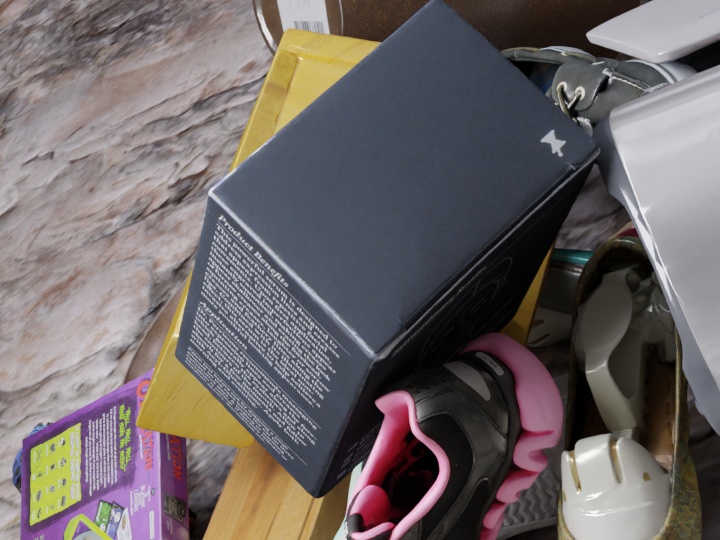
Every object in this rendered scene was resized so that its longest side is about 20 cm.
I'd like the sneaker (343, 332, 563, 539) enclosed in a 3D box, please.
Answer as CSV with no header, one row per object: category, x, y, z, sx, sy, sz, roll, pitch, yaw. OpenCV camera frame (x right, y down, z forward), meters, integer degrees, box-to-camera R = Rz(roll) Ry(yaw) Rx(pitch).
sneaker,0.022,0.124,1.103,0.095,0.201,0.079,-13,35,-44

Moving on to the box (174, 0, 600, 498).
box,0.007,-0.005,1.130,0.148,0.107,0.200,-42,-11,-23

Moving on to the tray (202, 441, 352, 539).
tray,-0.034,0.115,1.382,0.098,0.037,0.200,-26,27,34

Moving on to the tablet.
tablet,0.229,-0.161,1.318,0.199,0.014,0.130,-23,15,-7

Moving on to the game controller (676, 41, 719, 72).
game controller,0.247,-0.131,1.353,0.199,0.042,0.104,-25,13,29

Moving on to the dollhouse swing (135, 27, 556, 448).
dollhouse swing,0.000,0.000,1.330,0.182,0.175,0.201,119,170,-61

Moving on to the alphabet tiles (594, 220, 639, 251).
alphabet tiles,0.235,-0.058,1.224,0.167,0.008,0.200,-37,17,-33

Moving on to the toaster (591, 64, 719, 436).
toaster,0.198,-0.010,1.071,0.129,0.114,0.201,-28,71,22

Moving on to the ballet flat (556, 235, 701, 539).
ballet flat,0.118,0.073,1.095,0.071,0.071,0.201,-21,50,41

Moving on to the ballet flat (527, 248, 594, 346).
ballet flat,0.090,0.010,1.332,0.200,0.067,0.064,16,102,45

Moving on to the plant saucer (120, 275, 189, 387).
plant saucer,-0.081,0.029,1.594,0.200,0.032,0.200,-40,20,18

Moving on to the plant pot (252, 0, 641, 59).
plant pot,0.039,-0.183,1.489,0.199,0.188,0.187,-20,8,-34

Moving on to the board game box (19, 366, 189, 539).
board game box,-0.149,0.166,1.397,0.120,0.032,0.201,-31,48,35

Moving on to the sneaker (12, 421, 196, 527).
sneaker,-0.179,0.150,1.512,0.079,0.075,0.200,-52,23,-13

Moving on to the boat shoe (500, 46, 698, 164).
boat shoe,0.125,-0.087,1.326,0.200,0.056,0.069,-154,67,-65

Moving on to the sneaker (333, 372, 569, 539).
sneaker,0.066,0.085,1.225,0.200,0.074,0.118,-33,21,18
